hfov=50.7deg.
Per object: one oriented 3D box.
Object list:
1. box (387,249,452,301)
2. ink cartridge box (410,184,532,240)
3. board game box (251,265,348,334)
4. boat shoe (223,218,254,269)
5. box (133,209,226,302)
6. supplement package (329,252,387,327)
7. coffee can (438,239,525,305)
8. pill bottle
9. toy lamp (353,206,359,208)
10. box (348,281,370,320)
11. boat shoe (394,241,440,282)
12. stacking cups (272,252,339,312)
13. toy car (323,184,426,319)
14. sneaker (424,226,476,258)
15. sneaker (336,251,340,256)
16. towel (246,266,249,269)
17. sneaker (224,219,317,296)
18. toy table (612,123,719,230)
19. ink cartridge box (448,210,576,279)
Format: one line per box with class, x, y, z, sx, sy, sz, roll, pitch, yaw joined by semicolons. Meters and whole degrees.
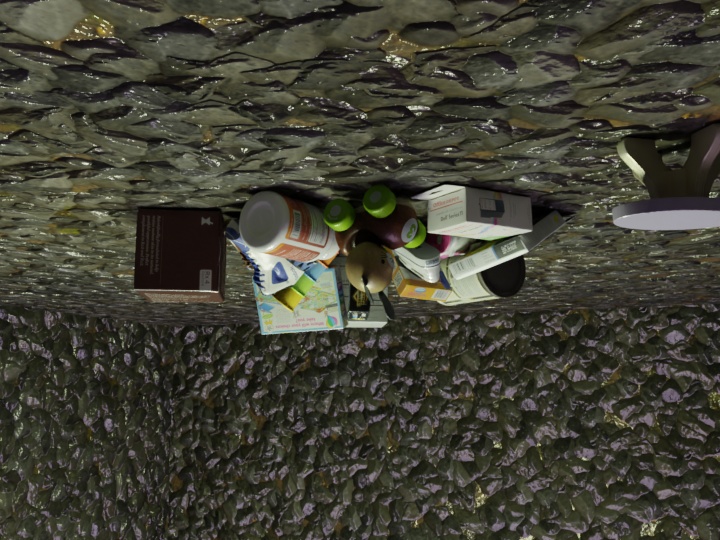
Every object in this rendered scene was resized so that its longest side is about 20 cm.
box;0.114;-0.018;1.681;0.119;0.200;0.042;7;132;-28
ink cartridge box;0.202;-0.103;1.391;0.200;0.067;0.117;5;170;-31
board game box;-0.133;0.066;1.671;0.200;0.135;0.034;-5;-172;20
boat shoe;-0.210;-0.036;1.575;0.072;0.068;0.200;-8;145;35
box;-0.364;-0.024;1.563;0.164;0.166;0.200;2;170;-7
supplement package;-0.016;0.030;1.800;0.150;0.200;0.152;1;171;-4
coffee can;0.270;0.003;1.810;0.146;0.147;0.200;6;170;-33
pill bottle;-0.123;-0.075;1.420;0.112;0.112;0.200;-6;169;32
toy lamp;0.027;-0.092;1.510;0.058;0.058;0.200;-8;170;41
box;0.000;0.000;1.616;0.046;0.200;0.159;3;171;-1
boat shoe;0.110;-0.031;1.602;0.073;0.065;0.200;-14;-155;-11
stacking cups;-0.104;-0.009;1.603;0.060;0.200;0.061;37;179;1
toy car;0.033;-0.020;1.351;0.158;0.200;0.164;-17;151;22
sneaker;0.190;-0.061;1.613;0.088;0.082;0.200;-4;178;-14
sneaker;-0.100;-0.050;1.707;0.099;0.071;0.200;8;164;-20
towel;-0.192;-0.039;1.657;0.147;0.024;0.200;13;154;6
sneaker;-0.190;-0.012;1.512;0.199;0.115;0.081;27;-169;-37
toy table;0.456;-0.127;1.093;0.200;0.117;0.184;4;170;-27
ink cartridge box;0.309;-0.060;1.548;0.200;0.047;0.198;-33;-176;-42
